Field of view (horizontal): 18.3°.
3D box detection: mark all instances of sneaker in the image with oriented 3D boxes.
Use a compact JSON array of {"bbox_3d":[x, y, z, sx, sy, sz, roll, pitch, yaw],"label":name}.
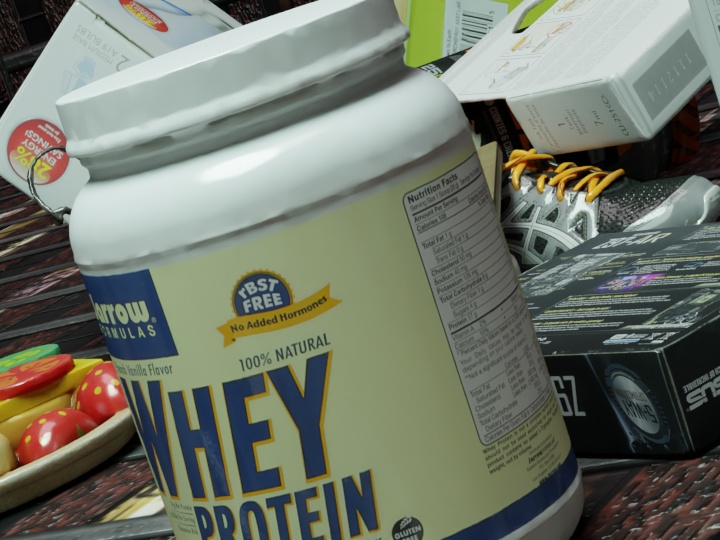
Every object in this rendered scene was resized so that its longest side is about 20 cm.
[{"bbox_3d":[0.097,-0.028,1.176,0.199,0.078,0.078,-11,11,35],"label":"sneaker"}]

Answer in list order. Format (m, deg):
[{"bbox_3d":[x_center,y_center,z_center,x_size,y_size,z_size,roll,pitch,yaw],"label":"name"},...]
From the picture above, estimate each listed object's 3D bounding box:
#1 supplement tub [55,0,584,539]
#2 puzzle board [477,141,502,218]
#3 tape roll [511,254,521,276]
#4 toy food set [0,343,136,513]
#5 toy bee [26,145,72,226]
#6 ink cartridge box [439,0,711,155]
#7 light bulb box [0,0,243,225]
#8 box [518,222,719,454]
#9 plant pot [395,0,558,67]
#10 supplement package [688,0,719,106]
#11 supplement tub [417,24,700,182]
[{"bbox_3d":[-0.016,0.016,0.777,0.144,0.202,0.145,-19,9,3],"label":"supplement tub"},{"bbox_3d":[0.000,0.000,1.091,0.150,0.018,0.200,-23,16,12],"label":"puzzle board"},{"bbox_3d":[-0.011,0.042,1.115,0.201,0.037,0.203,-20,10,3],"label":"tape roll"},{"bbox_3d":[-0.209,0.092,1.185,0.199,0.049,0.197,-25,11,-30],"label":"toy food set"},{"bbox_3d":[-0.086,-0.014,1.306,0.131,0.199,0.109,-51,-10,-24],"label":"toy bee"},{"bbox_3d":[0.150,-0.138,1.235,0.200,0.045,0.176,-43,21,-28],"label":"ink cartridge box"},{"bbox_3d":[-0.110,-0.083,1.444,0.125,0.198,0.200,-55,0,16],"label":"light bulb box"},{"bbox_3d":[0.117,0.025,0.938,0.160,0.044,0.199,-26,12,-34],"label":"box"},{"bbox_3d":[0.110,-0.176,1.481,0.197,0.202,0.181,16,31,20],"label":"plant pot"},{"bbox_3d":[0.227,-0.116,1.035,0.116,0.202,0.117,-14,10,26],"label":"supplement package"},{"bbox_3d":[0.091,-0.076,1.316,0.199,0.124,0.122,-21,10,-12],"label":"supplement tub"}]
